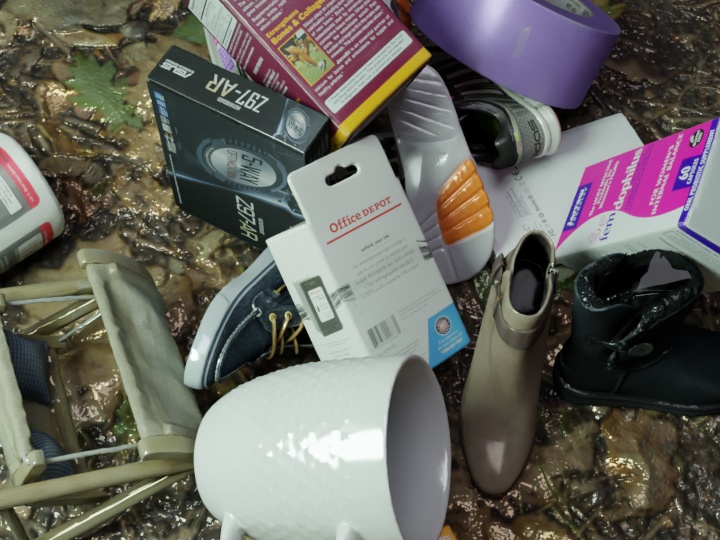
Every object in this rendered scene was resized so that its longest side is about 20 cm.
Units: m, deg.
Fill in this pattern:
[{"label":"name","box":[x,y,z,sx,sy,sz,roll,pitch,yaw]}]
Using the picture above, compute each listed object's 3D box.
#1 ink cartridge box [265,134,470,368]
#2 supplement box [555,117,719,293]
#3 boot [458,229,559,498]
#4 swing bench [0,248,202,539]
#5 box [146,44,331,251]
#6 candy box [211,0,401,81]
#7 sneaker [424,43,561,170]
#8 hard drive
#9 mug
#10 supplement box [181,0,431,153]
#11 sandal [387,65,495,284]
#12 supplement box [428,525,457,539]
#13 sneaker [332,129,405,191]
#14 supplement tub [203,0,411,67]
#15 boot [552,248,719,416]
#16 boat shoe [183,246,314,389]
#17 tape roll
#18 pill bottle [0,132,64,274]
[{"label":"ink cartridge box","box":[0.000,0.000,1.025,0.115,0.066,0.202,-28,96,-39]},{"label":"supplement box","box":[0.271,-0.044,1.037,0.102,0.200,0.102,28,73,-16]},{"label":"boot","box":[0.128,0.071,1.009,0.069,0.147,0.202,7,57,0]},{"label":"swing bench","box":[-0.234,0.104,0.985,0.197,0.130,0.200,-19,59,-14]},{"label":"box","box":[-0.103,-0.094,1.074,0.159,0.201,0.044,27,63,14]},{"label":"candy box","box":[-0.057,-0.242,1.127,0.166,0.071,0.203,-22,92,-14]},{"label":"sneaker","box":[0.101,-0.161,1.184,0.087,0.074,0.199,-31,54,-34]},{"label":"hard drive","box":[0.201,-0.075,1.178,0.197,0.027,0.133,-19,60,-13]},{"label":"mug","box":[-0.039,0.163,0.909,0.173,0.149,0.201,-6,42,23]},{"label":"supplement box","box":[-0.050,-0.212,1.034,0.110,0.086,0.200,-44,92,-17]},{"label":"sandal","box":[0.078,-0.094,1.129,0.078,0.059,0.210,-12,97,9]},{"label":"supplement box","box":[0.016,0.302,0.900,0.198,0.074,0.127,-27,61,-18]},{"label":"sneaker","box":[-0.015,-0.120,1.174,0.197,0.078,0.080,-3,46,-5]},{"label":"supplement tub","box":[-0.055,-0.256,1.227,0.198,0.123,0.123,-19,60,-14]},{"label":"boot","box":[0.267,0.053,1.014,0.197,0.169,0.077,0,57,-2]},{"label":"boat shoe","box":[-0.074,0.046,1.033,0.090,0.072,0.201,22,35,9]},{"label":"tape roll","box":[0.154,-0.250,1.193,0.198,0.086,0.201,24,24,-11]},{"label":"pill bottle","box":[-0.377,-0.028,1.075,0.199,0.111,0.111,-38,66,-23]}]
